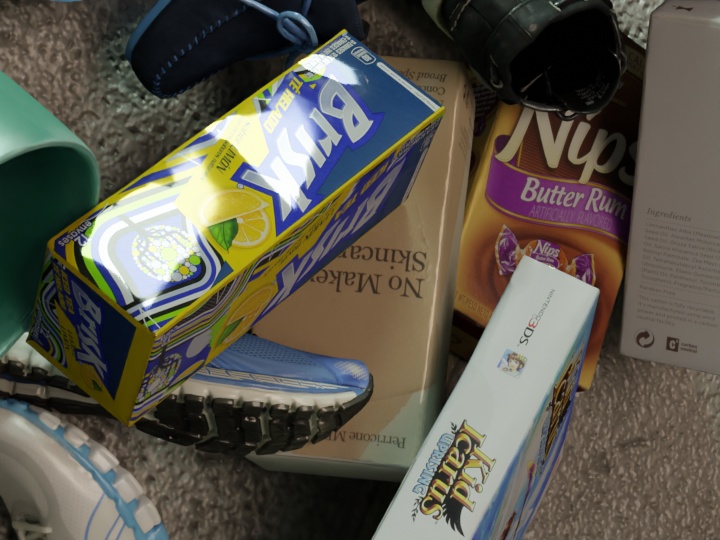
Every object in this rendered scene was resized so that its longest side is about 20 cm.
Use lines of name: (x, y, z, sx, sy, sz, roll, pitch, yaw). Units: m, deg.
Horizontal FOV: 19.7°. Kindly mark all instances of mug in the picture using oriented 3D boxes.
mug: (-0.205, -0.012, 0.826, 0.185, 0.114, 0.152, -53, 165, 10)

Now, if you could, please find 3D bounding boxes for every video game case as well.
video game case: (0.054, 0.117, 1.016, 0.045, 0.200, 0.182, 23, 64, 12)

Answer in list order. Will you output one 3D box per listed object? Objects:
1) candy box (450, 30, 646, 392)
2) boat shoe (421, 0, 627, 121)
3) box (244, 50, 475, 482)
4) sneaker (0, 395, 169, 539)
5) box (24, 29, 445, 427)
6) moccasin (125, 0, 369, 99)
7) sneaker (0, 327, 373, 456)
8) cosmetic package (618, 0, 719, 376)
candy box: (0.096, -0.046, 1.138, 0.117, 0.056, 0.201, 31, 66, -31)
boat shoe: (0.097, -0.107, 1.021, 0.074, 0.066, 0.199, -44, 156, 6)
box: (0.000, 0.000, 1.020, 0.078, 0.095, 0.201, 57, 37, -77)
sneaker: (-0.125, 0.145, 0.937, 0.087, 0.075, 0.200, -46, 113, -25)
box: (-0.051, -0.023, 0.905, 0.064, 0.070, 0.200, 39, 51, 14)
moccasin: (-0.017, -0.136, 0.968, 0.200, 0.080, 0.068, -35, 81, 7)
sneaker: (-0.089, 0.025, 0.938, 0.199, 0.079, 0.089, 14, 66, -8)
cosmetic package: (0.198, -0.055, 1.145, 0.101, 0.071, 0.201, -41, 138, -57)
